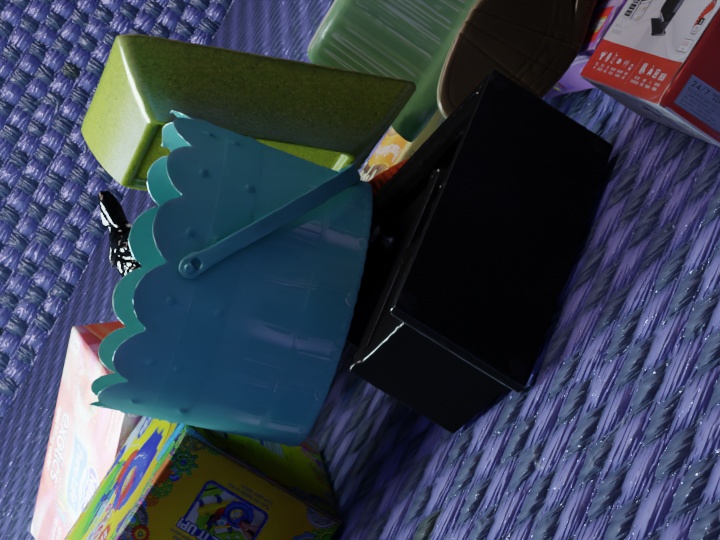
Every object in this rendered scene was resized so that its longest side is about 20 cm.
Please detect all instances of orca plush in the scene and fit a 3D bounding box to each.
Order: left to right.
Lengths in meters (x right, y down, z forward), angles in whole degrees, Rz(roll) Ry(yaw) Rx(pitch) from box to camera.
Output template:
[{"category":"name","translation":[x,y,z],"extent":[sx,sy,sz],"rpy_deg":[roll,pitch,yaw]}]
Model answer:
[{"category":"orca plush","translation":[-0.146,-0.023,1.856],"extent":[0.200,0.071,0.105],"rpy_deg":[32,100,48]}]

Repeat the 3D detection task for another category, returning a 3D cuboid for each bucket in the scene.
[{"category":"bucket","translation":[-0.080,0.009,1.604],"extent":[0.207,0.135,0.207],"rpy_deg":[-164,90,-81]}]

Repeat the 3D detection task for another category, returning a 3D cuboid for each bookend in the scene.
[{"category":"bookend","translation":[0.043,0.016,1.555],"extent":[0.200,0.092,0.199],"rpy_deg":[-46,16,51]}]

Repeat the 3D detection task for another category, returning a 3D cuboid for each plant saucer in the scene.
[{"category":"plant saucer","translation":[-0.083,-0.089,1.724],"extent":[0.200,0.200,0.048],"rpy_deg":[129,148,-69]}]

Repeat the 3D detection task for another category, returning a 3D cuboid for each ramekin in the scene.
[{"category":"ramekin","translation":[0.047,-0.197,1.755],"extent":[0.200,0.098,0.200],"rpy_deg":[-58,3,5]}]

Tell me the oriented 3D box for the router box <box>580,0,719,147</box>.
[{"category":"router box","translation":[0.211,-0.164,1.432],"extent":[0.180,0.049,0.200],"rpy_deg":[-57,11,3]}]

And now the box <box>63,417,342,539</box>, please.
[{"category":"box","translation":[-0.120,0.191,1.712],"extent":[0.193,0.122,0.200],"rpy_deg":[-58,11,6]}]

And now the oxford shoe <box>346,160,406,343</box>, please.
[{"category":"oxford shoe","translation":[0.000,0.000,1.820],"extent":[0.200,0.073,0.071],"rpy_deg":[-46,18,9]}]

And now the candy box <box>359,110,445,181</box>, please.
[{"category":"candy box","translation":[0.035,-0.066,1.917],"extent":[0.200,0.055,0.115],"rpy_deg":[-55,10,15]}]

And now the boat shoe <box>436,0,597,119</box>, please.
[{"category":"boat shoe","translation":[0.112,-0.168,1.634],"extent":[0.201,0.073,0.063],"rpy_deg":[-61,0,-15]}]

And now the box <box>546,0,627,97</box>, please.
[{"category":"box","translation":[0.172,-0.188,1.695],"extent":[0.137,0.039,0.200],"rpy_deg":[-60,11,-7]}]

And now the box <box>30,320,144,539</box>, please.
[{"category":"box","translation":[-0.169,0.144,1.889],"extent":[0.103,0.095,0.200],"rpy_deg":[50,135,42]}]
